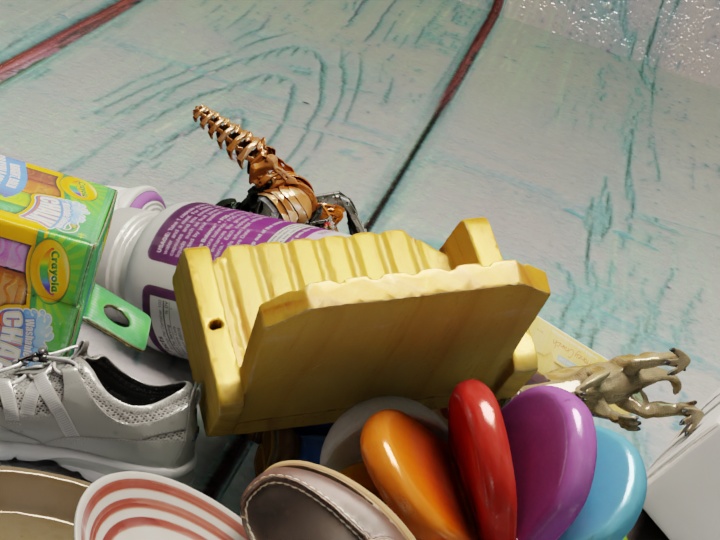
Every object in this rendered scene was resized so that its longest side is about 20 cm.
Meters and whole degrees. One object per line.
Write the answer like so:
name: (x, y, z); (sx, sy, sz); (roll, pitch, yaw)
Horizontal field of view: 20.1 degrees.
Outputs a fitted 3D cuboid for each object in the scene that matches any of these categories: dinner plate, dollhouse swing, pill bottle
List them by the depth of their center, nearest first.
dinner plate: (-0.071, 0.184, 1.029); (0.200, 0.024, 0.200); (41, 18, -16)
dollhouse swing: (0.000, 0.000, 1.230); (0.199, 0.176, 0.182); (-6, 51, -13)
pill bottle: (-0.093, 0.013, 1.431); (0.199, 0.113, 0.112); (13, 14, 30)

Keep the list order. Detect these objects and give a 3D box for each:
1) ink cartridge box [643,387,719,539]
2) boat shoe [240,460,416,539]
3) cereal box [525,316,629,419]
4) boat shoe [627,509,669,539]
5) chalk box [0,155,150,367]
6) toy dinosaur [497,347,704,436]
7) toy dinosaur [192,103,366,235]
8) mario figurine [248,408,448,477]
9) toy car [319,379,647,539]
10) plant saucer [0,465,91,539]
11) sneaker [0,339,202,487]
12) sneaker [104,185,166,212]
ink cartridge box: (0.277, 0.152, 1.364); (0.148, 0.086, 0.200); (49, 22, 6)
boat shoe: (0.011, 0.179, 1.061); (0.200, 0.070, 0.070); (42, 19, 11)
cereal box: (0.084, 0.055, 1.451); (0.144, 0.040, 0.200); (30, -14, -34)
boat shoe: (0.159, 0.154, 1.357); (0.073, 0.065, 0.200); (5, 23, -37)
chalk box: (-0.232, 0.003, 1.331); (0.199, 0.124, 0.125); (15, 18, -7)
toy dinosaur: (0.174, 0.072, 1.331); (0.199, 0.058, 0.101); (-6, 10, -41)
toy dinosaur: (-0.074, -0.036, 1.566); (0.200, 0.135, 0.102); (61, 4, 0)
mario figurine: (0.032, 0.095, 1.329); (0.199, 0.124, 0.106); (5, -21, -17)
toy car: (0.078, 0.130, 1.171); (0.199, 0.150, 0.175); (10, 36, -25)
plant saucer: (-0.167, 0.163, 1.080); (0.199, 0.030, 0.200); (16, 17, -5)
sneaker: (-0.189, 0.072, 1.236); (0.199, 0.082, 0.075); (15, 18, -8)
sneaker: (-0.230, -0.022, 1.527); (0.099, 0.075, 0.200); (5, 11, 25)
